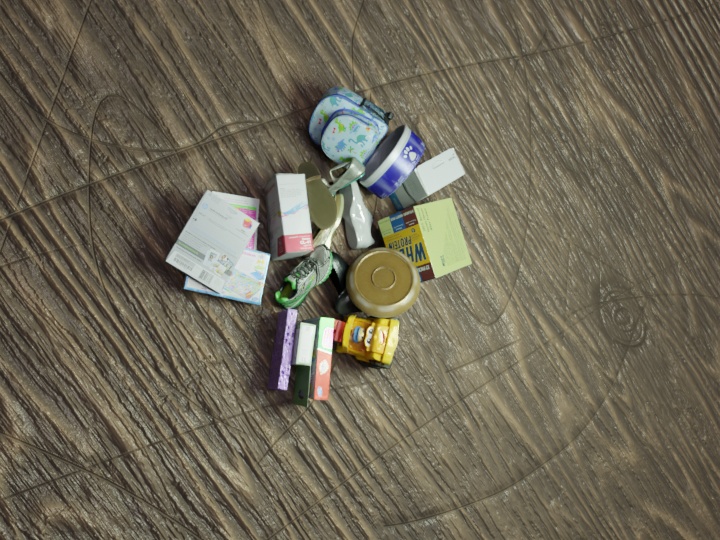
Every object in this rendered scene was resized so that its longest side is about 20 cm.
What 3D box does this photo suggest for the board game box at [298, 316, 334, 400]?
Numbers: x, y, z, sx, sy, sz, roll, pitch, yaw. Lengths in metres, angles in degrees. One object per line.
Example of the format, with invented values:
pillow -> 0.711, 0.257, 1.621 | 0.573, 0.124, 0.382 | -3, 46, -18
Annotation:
board game box -> -0.117, 0.227, 1.635 | 0.040, 0.153, 0.205 | 7, 81, -21

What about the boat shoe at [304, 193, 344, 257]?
boat shoe -> -0.100, -0.123, 1.734 | 0.062, 0.073, 0.204 | 22, 83, -19

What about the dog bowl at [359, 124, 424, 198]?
dog bowl -> 0.087, -0.302, 1.763 | 0.078, 0.199, 0.202 | 36, 71, -16

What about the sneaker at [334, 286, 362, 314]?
sneaker -> 0.028, 0.074, 1.676 | 0.197, 0.091, 0.077 | -21, 129, -9

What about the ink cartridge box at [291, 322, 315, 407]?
ink cartridge box -> -0.162, 0.240, 1.618 | 0.047, 0.145, 0.204 | 10, 79, -19

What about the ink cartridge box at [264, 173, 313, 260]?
ink cartridge box -> -0.190, -0.137, 1.655 | 0.084, 0.147, 0.205 | -4, 85, -22

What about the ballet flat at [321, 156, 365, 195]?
ballet flat -> -0.076, -0.236, 1.715 | 0.199, 0.068, 0.064 | -35, 111, 19

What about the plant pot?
plant pot -> 0.060, 0.024, 1.648 | 0.195, 0.028, 0.204 | 1, 64, -2

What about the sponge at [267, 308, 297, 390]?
sponge -> -0.200, 0.204, 1.626 | 0.029, 0.111, 0.204 | 11, 79, -19

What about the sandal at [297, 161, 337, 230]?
sandal -> -0.113, -0.184, 1.676 | 0.076, 0.070, 0.215 | -16, 65, -11

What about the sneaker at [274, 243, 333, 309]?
sneaker -> -0.145, 0.018, 1.642 | 0.078, 0.085, 0.201 | 39, 97, 23

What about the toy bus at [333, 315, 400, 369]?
toy bus -> -0.004, 0.171, 1.671 | 0.189, 0.200, 0.138 | 18, 79, -11

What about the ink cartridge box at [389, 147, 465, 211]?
ink cartridge box -> 0.180, -0.254, 1.795 | 0.144, 0.199, 0.085 | -31, 94, -23

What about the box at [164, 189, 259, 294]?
box -> -0.363, -0.069, 1.553 | 0.155, 0.041, 0.203 | 32, 77, -20

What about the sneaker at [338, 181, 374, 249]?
sneaker -> -0.004, -0.164, 1.787 | 0.087, 0.075, 0.204 | -10, 93, -35

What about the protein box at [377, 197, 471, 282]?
protein box -> 0.182, -0.078, 1.770 | 0.198, 0.134, 0.202 | -18, 90, -49

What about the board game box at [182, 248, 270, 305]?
board game box -> -0.337, 0.001, 1.603 | 0.197, 0.034, 0.137 | 14, 83, -23

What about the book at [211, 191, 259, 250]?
book -> -0.333, -0.093, 1.647 | 0.131, 0.048, 0.205 | 6, 82, -22

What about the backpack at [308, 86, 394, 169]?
backpack -> -0.039, -0.388, 1.724 | 0.198, 0.184, 0.148 | 31, 33, -11

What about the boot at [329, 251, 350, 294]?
boot -> 0.000, 0.000, 1.735 | 0.161, 0.073, 0.201 | -33, 118, -17
